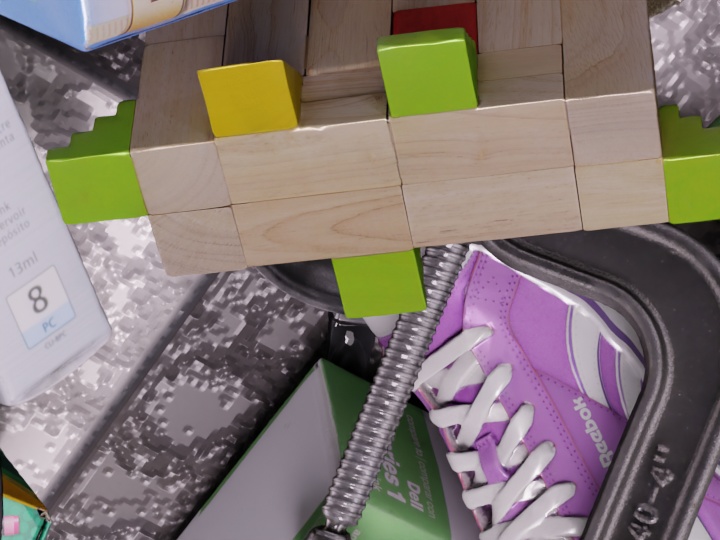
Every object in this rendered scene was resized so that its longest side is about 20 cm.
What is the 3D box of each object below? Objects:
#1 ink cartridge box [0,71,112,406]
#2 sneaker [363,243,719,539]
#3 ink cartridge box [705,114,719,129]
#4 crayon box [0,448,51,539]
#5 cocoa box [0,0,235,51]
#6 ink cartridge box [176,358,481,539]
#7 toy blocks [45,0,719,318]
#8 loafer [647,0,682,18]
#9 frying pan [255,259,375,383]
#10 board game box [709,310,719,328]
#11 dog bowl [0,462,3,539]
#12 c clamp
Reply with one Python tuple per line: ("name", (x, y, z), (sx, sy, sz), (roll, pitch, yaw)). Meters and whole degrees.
("ink cartridge box", (-0.168, -0.064, 0.836), (0.047, 0.160, 0.200), (-37, 121, -27))
("sneaker", (0.058, 0.068, 0.903), (0.200, 0.114, 0.073), (43, 135, -5))
("ink cartridge box", (0.220, -0.051, 0.868), (0.200, 0.087, 0.145), (-47, 130, -10))
("crayon box", (-0.211, 0.058, 0.904), (0.200, 0.119, 0.058), (23, 91, -18))
("cocoa box", (-0.073, -0.184, 0.782), (0.131, 0.133, 0.200), (-23, 122, -34))
("ink cartridge box", (0.030, 0.144, 0.994), (0.200, 0.084, 0.146), (27, 114, -23))
("toy blocks", (0.014, -0.070, 0.843), (0.200, 0.137, 0.100), (-6, 132, 8))
("loafer", (0.153, -0.123, 0.899), (0.200, 0.076, 0.067), (-26, 110, 5))
("frying pan", (0.017, -0.005, 0.961), (0.115, 0.031, 0.190), (-13, 126, 0))
("board game box", (0.138, 0.044, 0.903), (0.023, 0.200, 0.105), (-41, 136, -16))
("dog bowl", (-0.208, 0.066, 0.805), (0.200, 0.074, 0.200), (-2, 99, -16))
("c clamp", (0.033, 0.043, 0.876), (0.171, 0.027, 0.200), (16, 85, 15))
